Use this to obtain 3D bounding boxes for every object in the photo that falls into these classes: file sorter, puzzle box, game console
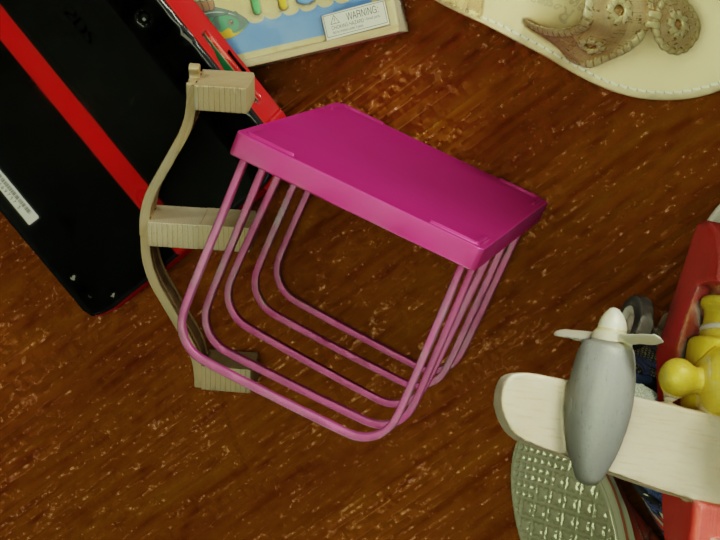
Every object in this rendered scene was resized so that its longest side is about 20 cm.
[{"bbox_3d":[0.000,0.000,1.163,0.138,0.200,0.126,26,104,9],"label":"file sorter"},{"bbox_3d":[-0.080,-0.184,1.250,0.198,0.025,0.134,-12,93,14],"label":"puzzle box"},{"bbox_3d":[-0.155,-0.093,1.255,0.176,0.031,0.200,-36,99,23],"label":"game console"}]

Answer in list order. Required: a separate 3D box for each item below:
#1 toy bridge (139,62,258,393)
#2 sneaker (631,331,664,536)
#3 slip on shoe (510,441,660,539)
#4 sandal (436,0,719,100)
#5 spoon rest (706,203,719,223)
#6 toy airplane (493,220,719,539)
[{"bbox_3d":[-0.093,-0.025,1.236,0.066,0.027,0.202,4,116,8],"label":"toy bridge"},{"bbox_3d":[0.185,0.123,1.193,0.075,0.078,0.201,-39,86,15],"label":"sneaker"},{"bbox_3d":[0.149,0.173,1.220,0.074,0.061,0.201,-40,72,34],"label":"slip on shoe"},{"bbox_3d":[0.118,-0.146,1.184,0.210,0.070,0.078,20,100,10],"label":"sandal"},{"bbox_3d":[0.264,0.039,1.175,0.099,0.061,0.201,-37,88,14],"label":"spoon rest"},{"bbox_3d":[0.189,0.086,1.079,0.200,0.199,0.141,54,149,6],"label":"toy airplane"}]
